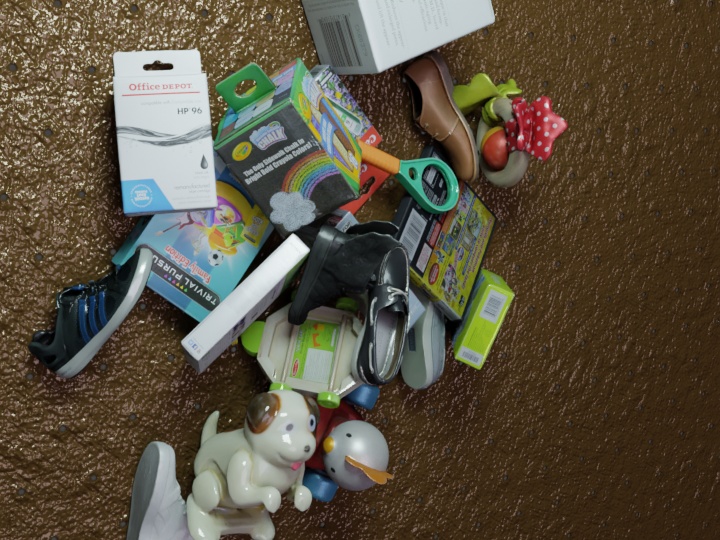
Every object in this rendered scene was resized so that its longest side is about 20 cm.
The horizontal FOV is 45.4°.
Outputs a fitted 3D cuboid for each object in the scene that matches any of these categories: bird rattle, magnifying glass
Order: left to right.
[{"bbox_3d":[0.068,-0.141,1.240,0.197,0.022,0.081,20,68,-33],"label":"magnifying glass"},{"bbox_3d":[0.224,-0.204,1.287,0.111,0.200,0.166,-15,132,-25],"label":"bird rattle"}]

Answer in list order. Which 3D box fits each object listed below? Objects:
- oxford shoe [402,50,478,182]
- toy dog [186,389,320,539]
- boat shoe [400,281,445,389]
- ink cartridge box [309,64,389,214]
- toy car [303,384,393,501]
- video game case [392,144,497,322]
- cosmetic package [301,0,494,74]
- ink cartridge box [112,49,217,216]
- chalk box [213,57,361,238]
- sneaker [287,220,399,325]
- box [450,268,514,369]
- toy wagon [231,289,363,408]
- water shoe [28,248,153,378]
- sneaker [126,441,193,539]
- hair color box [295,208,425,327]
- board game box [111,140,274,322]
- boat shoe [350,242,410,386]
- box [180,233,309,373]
[{"bbox_3d":[0.117,-0.218,1.287,0.070,0.071,0.203,-29,103,-18],"label":"oxford shoe"},{"bbox_3d":[-0.129,0.245,1.145,0.138,0.196,0.200,20,124,-37],"label":"toy dog"},{"bbox_3d":[0.099,0.080,1.345,0.071,0.069,0.206,-11,103,-52],"label":"boat shoe"},{"bbox_3d":[-0.032,-0.176,1.216,0.109,0.050,0.201,-46,118,-14],"label":"ink cartridge box"},{"bbox_3d":[-0.033,0.246,1.217,0.175,0.199,0.187,28,86,-31],"label":"toy car"},{"bbox_3d":[0.125,-0.056,1.307,0.180,0.025,0.203,42,56,-30],"label":"video game case"},{"bbox_3d":[0.042,-0.375,1.151,0.198,0.164,0.168,-28,113,-23],"label":"cosmetic package"},{"bbox_3d":[-0.241,-0.173,1.052,0.113,0.068,0.205,-5,92,-14],"label":"ink cartridge box"},{"bbox_3d":[-0.100,-0.171,1.085,0.123,0.125,0.201,-25,120,19],"label":"chalk box"},{"bbox_3d":[-0.026,0.010,1.144,0.102,0.060,0.202,20,125,-3],"label":"sneaker"},{"bbox_3d":[0.184,0.068,1.326,0.047,0.200,0.124,23,98,0],"label":"box"},{"bbox_3d":[-0.086,0.106,1.211,0.195,0.040,0.158,10,62,4],"label":"toy wagon"},{"bbox_3d":[-0.332,0.045,1.051,0.078,0.072,0.201,35,101,-21],"label":"water shoe"},{"bbox_3d":[-0.254,0.327,1.186,0.114,0.073,0.204,4,108,-32],"label":"sneaker"},{"bbox_3d":[0.000,0.000,1.243,0.061,0.098,0.201,-47,119,-13],"label":"hair color box"},{"bbox_3d":[-0.209,-0.051,1.142,0.150,0.047,0.202,38,81,-30],"label":"board game box"},{"bbox_3d":[0.037,0.057,1.170,0.073,0.060,0.204,22,77,-28],"label":"boat shoe"},{"bbox_3d":[-0.152,0.046,1.132,0.036,0.144,0.200,45,74,3],"label":"box"}]
